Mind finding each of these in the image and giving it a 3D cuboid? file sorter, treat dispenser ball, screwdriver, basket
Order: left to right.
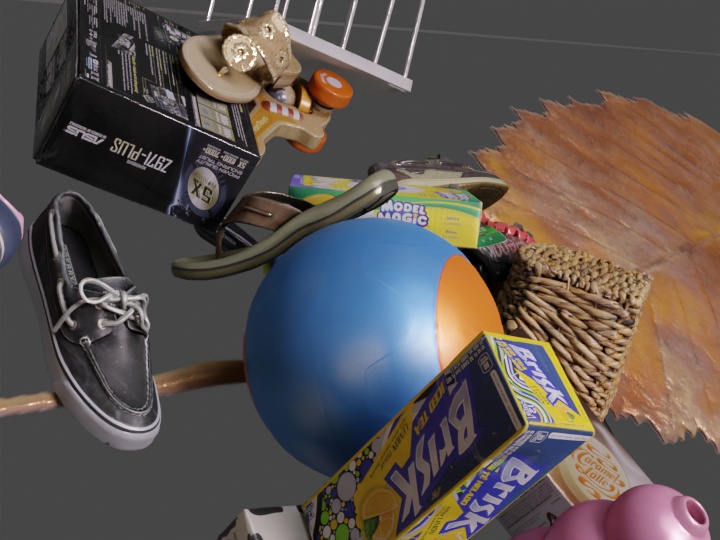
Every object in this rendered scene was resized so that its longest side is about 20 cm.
[{"bbox_3d":[-0.171,-0.072,0.923,0.200,0.029,0.028,39,33,-11],"label":"screwdriver"},{"bbox_3d":[-0.046,-0.281,1.137,0.199,0.125,0.138,16,-1,-41],"label":"file sorter"},{"bbox_3d":[0.010,0.061,0.808,0.200,0.201,0.202,27,36,-22],"label":"treat dispenser ball"},{"bbox_3d":[0.205,0.062,1.082,0.142,0.150,0.200,20,13,16],"label":"basket"}]

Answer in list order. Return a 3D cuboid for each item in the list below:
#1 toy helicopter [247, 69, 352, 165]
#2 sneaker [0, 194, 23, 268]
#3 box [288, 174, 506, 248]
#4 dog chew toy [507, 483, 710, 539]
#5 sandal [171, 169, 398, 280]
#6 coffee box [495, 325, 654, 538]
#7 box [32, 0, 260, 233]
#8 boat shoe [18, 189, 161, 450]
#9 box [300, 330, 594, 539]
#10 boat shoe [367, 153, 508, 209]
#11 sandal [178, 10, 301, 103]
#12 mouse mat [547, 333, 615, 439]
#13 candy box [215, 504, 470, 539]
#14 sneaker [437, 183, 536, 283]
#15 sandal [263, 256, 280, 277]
[{"bbox_3d":[-0.099,-0.159,1.054,0.132,0.079,0.200,34,33,-2],"label":"toy helicopter"},{"bbox_3d":[-0.326,-0.068,0.741,0.200,0.070,0.082,40,16,-9],"label":"sneaker"},{"bbox_3d":[0.032,-0.055,0.981,0.198,0.049,0.117,7,10,-4],"label":"box"},{"bbox_3d":[0.179,0.230,0.792,0.124,0.200,0.125,27,35,-22],"label":"dog chew toy"},{"bbox_3d":[-0.065,-0.044,0.869,0.058,0.200,0.080,64,9,-4],"label":"sandal"},{"bbox_3d":[0.159,0.164,0.948,0.200,0.080,0.114,51,39,13],"label":"coffee box"},{"bbox_3d":[-0.187,-0.146,0.913,0.163,0.086,0.201,21,29,-29],"label":"box"},{"bbox_3d":[-0.185,0.030,0.759,0.073,0.068,0.200,5,48,-42],"label":"boat shoe"},{"bbox_3d":[0.048,0.127,0.662,0.064,0.200,0.070,11,43,-38],"label":"box"},{"bbox_3d":[0.089,-0.100,1.187,0.200,0.072,0.066,-8,62,-44],"label":"boat shoe"},{"bbox_3d":[-0.092,-0.206,0.956,0.078,0.070,0.212,44,20,3],"label":"sandal"},{"bbox_3d":[0.172,0.115,1.092,0.199,0.008,0.162,5,48,-42],"label":"mouse mat"},{"bbox_3d":[0.005,0.233,0.735,0.199,0.061,0.137,8,46,-42],"label":"candy box"},{"bbox_3d":[0.131,-0.013,1.139,0.200,0.071,0.099,26,53,-43],"label":"sneaker"},{"bbox_3d":[0.000,0.000,0.971,0.199,0.087,0.080,3,51,-42],"label":"sandal"}]
